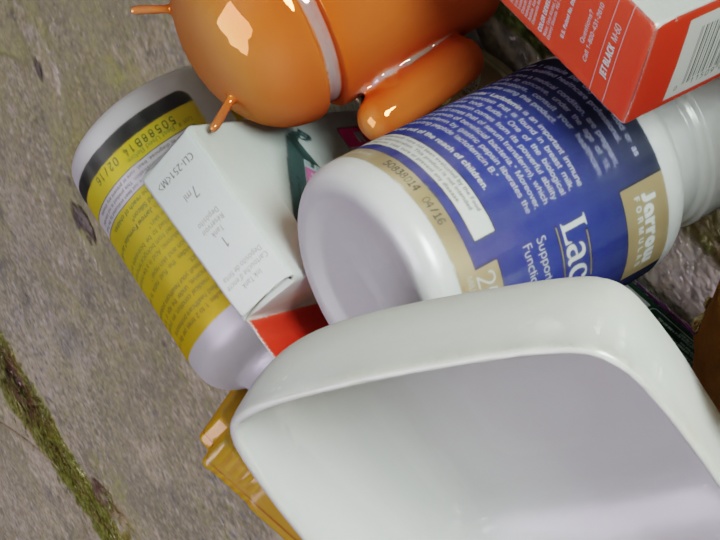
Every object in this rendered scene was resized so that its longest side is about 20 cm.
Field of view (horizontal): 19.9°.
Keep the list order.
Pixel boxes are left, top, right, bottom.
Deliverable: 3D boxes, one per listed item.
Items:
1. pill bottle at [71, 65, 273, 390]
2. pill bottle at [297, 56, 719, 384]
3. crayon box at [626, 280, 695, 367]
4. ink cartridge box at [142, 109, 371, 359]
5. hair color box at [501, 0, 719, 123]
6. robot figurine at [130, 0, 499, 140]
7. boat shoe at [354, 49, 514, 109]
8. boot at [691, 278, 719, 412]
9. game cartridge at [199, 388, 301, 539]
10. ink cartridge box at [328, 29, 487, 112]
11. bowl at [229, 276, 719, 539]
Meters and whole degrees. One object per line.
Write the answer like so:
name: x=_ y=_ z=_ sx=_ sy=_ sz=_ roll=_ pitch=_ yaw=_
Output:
pill bottle: x=-0.065 y=-0.005 z=1.132 sx=0.201 sy=0.111 sz=0.111 roll=56 pitch=151 yaw=16
pill bottle: x=0.079 y=-0.033 z=0.965 sx=0.116 sy=0.199 sz=0.116 roll=41 pitch=146 yaw=35
crayon box: x=0.155 y=0.110 z=1.104 sx=0.200 sy=0.058 sz=0.173 roll=44 pitch=146 yaw=33
ink cartridge box: x=0.000 y=0.000 z=1.052 sx=0.044 sy=0.200 sz=0.174 roll=-43 pitch=76 yaw=26
hair color box: x=0.099 y=-0.168 z=0.913 sx=0.200 sy=0.110 sz=0.064 roll=48 pitch=148 yaw=26
robot figurine: x=-0.011 y=-0.148 z=1.016 sx=0.117 sy=0.199 sz=0.145 roll=33 pitch=151 yaw=61
boat shoe: x=0.027 y=-0.100 z=1.113 sx=0.200 sy=0.066 sz=0.074 roll=46 pitch=131 yaw=16
boot: x=0.177 y=0.033 z=0.880 sx=0.070 sy=0.202 sz=0.145 roll=24 pitch=134 yaw=5
game cartridge: x=0.008 y=0.124 z=1.197 sx=0.200 sy=0.176 sz=0.032 roll=40 pitch=118 yaw=-3
ink cartridge box: x=0.036 y=-0.055 z=1.209 sx=0.199 sy=0.047 sz=0.161 roll=-19 pitch=96 yaw=46
bowl: x=0.067 y=0.080 z=0.870 sx=0.199 sy=0.075 sz=0.200 roll=-13 pitch=131 yaw=30
